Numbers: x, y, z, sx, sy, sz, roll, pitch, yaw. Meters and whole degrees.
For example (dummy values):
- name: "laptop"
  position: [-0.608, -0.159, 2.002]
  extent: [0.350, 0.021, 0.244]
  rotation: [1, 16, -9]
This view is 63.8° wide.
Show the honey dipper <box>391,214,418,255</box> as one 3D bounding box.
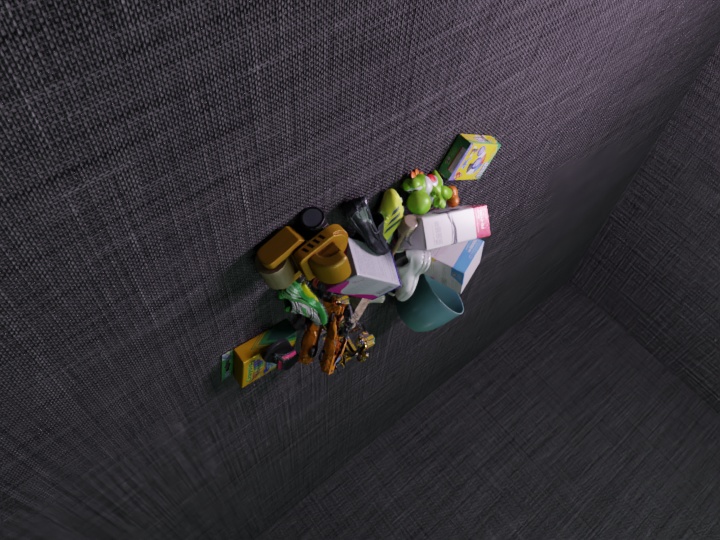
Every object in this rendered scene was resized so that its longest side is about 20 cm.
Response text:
- name: "honey dipper"
  position: [0.100, -0.072, 1.487]
  extent: [0.038, 0.038, 0.201]
  rotation: [-30, 162, -28]

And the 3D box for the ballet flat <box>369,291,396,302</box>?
- name: "ballet flat"
  position: [0.068, 0.056, 1.731]
  extent: [0.199, 0.074, 0.075]
  rotation: [-31, 153, -26]

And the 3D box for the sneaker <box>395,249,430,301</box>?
- name: "sneaker"
  position: [0.124, 0.007, 1.652]
  extent: [0.087, 0.076, 0.201]
  rotation: [11, 135, -15]

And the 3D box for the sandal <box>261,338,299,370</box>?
- name: "sandal"
  position: [-0.193, 0.227, 1.494]
  extent: [0.075, 0.045, 0.200]
  rotation: [-43, 156, -4]

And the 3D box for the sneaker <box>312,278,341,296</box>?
- name: "sneaker"
  position: [-0.040, 0.037, 1.511]
  extent: [0.199, 0.082, 0.078]
  rotation: [-12, 141, -50]

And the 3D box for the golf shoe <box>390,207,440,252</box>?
- name: "golf shoe"
  position: [0.161, -0.112, 1.617]
  extent: [0.198, 0.073, 0.092]
  rotation: [-26, 168, -19]

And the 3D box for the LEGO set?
- name: "LEGO set"
  position: [-0.066, 0.174, 1.583]
  extent: [0.115, 0.202, 0.154]
  rotation: [-20, 167, -42]

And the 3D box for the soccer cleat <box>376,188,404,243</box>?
- name: "soccer cleat"
  position: [0.054, -0.115, 1.439]
  extent: [0.083, 0.065, 0.201]
  rotation: [-26, 151, -30]

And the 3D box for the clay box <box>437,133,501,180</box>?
- name: "clay box"
  position: [0.299, -0.302, 1.547]
  extent: [0.199, 0.048, 0.116]
  rotation: [-12, 141, -49]

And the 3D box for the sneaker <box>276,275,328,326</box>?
- name: "sneaker"
  position: [-0.143, 0.076, 1.417]
  extent: [0.085, 0.078, 0.201]
  rotation: [-32, 136, 0]

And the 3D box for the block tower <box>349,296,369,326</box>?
- name: "block tower"
  position: [-0.006, 0.074, 1.644]
  extent: [0.057, 0.054, 0.201]
  rotation: [-7, 132, -52]

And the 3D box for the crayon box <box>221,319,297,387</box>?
- name: "crayon box"
  position: [-0.261, 0.223, 1.498]
  extent: [0.199, 0.052, 0.127]
  rotation: [-28, 151, -32]

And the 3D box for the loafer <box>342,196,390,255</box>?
- name: "loafer"
  position: [0.029, -0.102, 1.363]
  extent: [0.070, 0.069, 0.201]
  rotation: [-29, 140, 11]

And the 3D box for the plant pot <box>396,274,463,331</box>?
- name: "plant pot"
  position: [0.213, 0.104, 1.899]
  extent: [0.161, 0.202, 0.200]
  rotation: [-40, 159, 23]

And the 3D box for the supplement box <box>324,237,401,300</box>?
- name: "supplement box"
  position: [0.000, 0.000, 1.428]
  extent: [0.100, 0.105, 0.199]
  rotation: [-26, 159, 28]

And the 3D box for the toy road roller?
- name: "toy road roller"
  position: [-0.109, -0.022, 1.229]
  extent: [0.199, 0.146, 0.123]
  rotation: [-39, 155, -11]

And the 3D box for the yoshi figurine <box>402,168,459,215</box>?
- name: "yoshi figurine"
  position: [0.169, -0.181, 1.467]
  extent: [0.113, 0.112, 0.199]
  rotation: [-48, 154, 25]

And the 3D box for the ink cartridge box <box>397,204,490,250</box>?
- name: "ink cartridge box"
  position: [0.211, -0.113, 1.503]
  extent: [0.197, 0.086, 0.144]
  rotation: [-13, -171, -23]

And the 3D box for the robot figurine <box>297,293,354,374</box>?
- name: "robot figurine"
  position: [-0.092, 0.160, 1.522]
  extent: [0.058, 0.143, 0.203]
  rotation: [2, 107, -71]

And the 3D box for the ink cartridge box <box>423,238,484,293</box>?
- name: "ink cartridge box"
  position: [0.241, -0.052, 1.697]
  extent: [0.126, 0.198, 0.129]
  rotation: [-54, 160, -21]
